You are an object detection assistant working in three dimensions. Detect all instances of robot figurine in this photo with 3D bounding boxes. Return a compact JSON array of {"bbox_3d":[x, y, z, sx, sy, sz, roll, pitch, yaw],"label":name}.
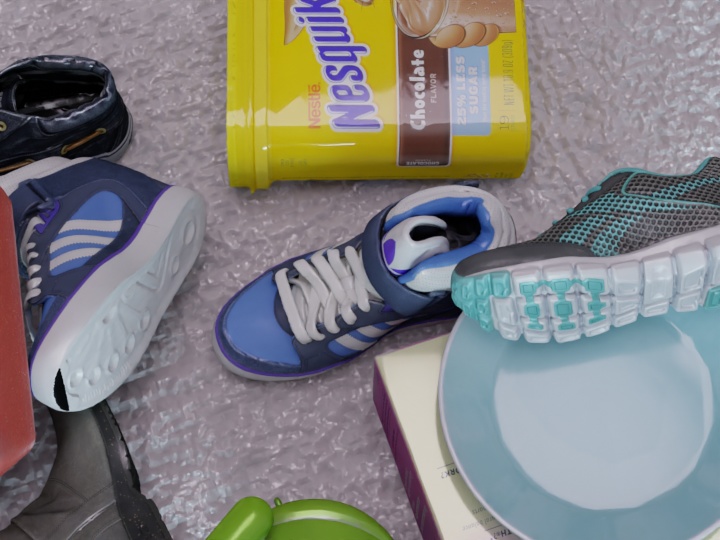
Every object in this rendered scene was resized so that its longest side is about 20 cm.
[{"bbox_3d":[-0.026,0.212,1.100,0.116,0.200,0.175,-34,113,16],"label":"robot figurine"}]

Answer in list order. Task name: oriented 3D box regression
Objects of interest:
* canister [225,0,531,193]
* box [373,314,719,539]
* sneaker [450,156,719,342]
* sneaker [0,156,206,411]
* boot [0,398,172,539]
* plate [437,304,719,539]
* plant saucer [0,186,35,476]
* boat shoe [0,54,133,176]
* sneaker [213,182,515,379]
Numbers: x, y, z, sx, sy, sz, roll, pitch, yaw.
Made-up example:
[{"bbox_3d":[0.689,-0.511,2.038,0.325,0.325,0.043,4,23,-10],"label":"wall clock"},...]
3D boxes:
[{"bbox_3d":[0.010,-0.131,1.276,0.200,0.087,0.149,-1,70,-2],"label":"canister"},{"bbox_3d":[0.122,0.129,1.175,0.176,0.097,0.200,-18,70,-7],"label":"box"},{"bbox_3d":[0.148,-0.017,1.124,0.200,0.078,0.091,-9,54,-7],"label":"sneaker"},{"bbox_3d":[-0.201,0.001,1.196,0.146,0.081,0.200,14,44,18],"label":"sneaker"},{"bbox_3d":[-0.196,0.150,1.159,0.131,0.068,0.200,-24,54,-10],"label":"boot"},{"bbox_3d":[0.146,0.079,1.129,0.200,0.026,0.200,0,71,0],"label":"plate"},{"bbox_3d":[-0.251,0.055,1.166,0.037,0.200,0.200,2,67,-30],"label":"plant saucer"},{"bbox_3d":[-0.255,-0.098,1.259,0.200,0.091,0.071,-13,71,-5],"label":"boat shoe"},{"bbox_3d":[0.000,0.000,1.187,0.200,0.146,0.081,-15,71,-6],"label":"sneaker"}]
